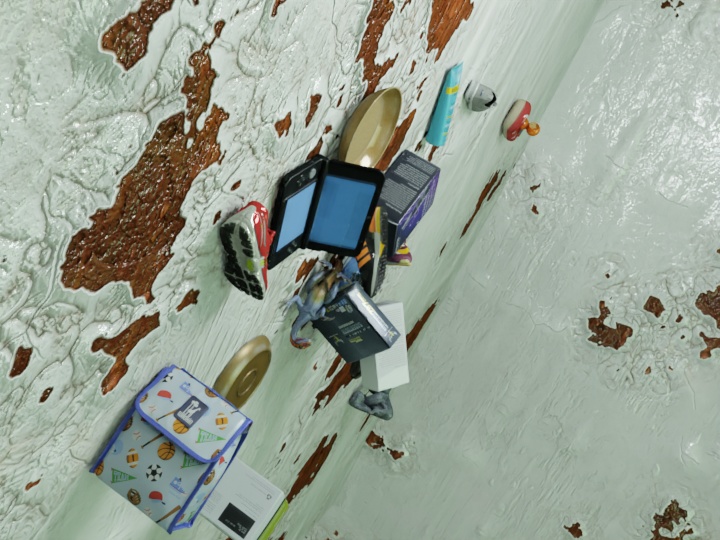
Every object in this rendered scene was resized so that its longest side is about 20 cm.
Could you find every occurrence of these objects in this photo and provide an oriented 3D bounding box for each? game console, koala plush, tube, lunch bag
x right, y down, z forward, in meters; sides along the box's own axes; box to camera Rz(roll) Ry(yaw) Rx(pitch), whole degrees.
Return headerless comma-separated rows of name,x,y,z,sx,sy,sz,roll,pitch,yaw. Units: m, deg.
game console,-0.066,-0.087,1.152,0.176,0.116,0.201,-42,157,-48
koala plush,0.075,0.495,2.695,0.177,0.182,0.202,67,44,-73
tube,0.207,-0.403,1.591,0.078,0.050,0.201,-52,160,-53
lunch bag,-0.287,0.272,1.022,0.201,0.169,0.124,-55,170,-9

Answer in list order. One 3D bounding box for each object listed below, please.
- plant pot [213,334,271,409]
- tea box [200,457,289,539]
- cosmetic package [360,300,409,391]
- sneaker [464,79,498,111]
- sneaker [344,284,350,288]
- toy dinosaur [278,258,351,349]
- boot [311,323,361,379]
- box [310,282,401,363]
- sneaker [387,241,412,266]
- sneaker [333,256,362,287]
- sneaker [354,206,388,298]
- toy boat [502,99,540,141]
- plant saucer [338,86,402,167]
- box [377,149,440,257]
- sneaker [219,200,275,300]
plant pot,-0.243,0.226,1.357,0.201,0.027,0.200,-54,165,-21
tea box,-0.278,0.504,1.441,0.134,0.199,0.197,-52,165,-25
cosmetic package,0.053,0.181,1.594,0.101,0.071,0.202,-9,96,-35
sneaker,0.346,-0.471,1.829,0.075,0.082,0.200,-63,165,16
sneaker,-0.011,0.062,1.721,0.111,0.076,0.202,-101,-158,-83
toy dinosaur,-0.091,0.080,1.425,0.183,0.105,0.200,-60,168,15
boot,-0.044,0.156,1.630,0.069,0.173,0.202,13,-96,65
box,-0.020,0.125,1.494,0.051,0.158,0.200,-46,-170,-33
sneaker,0.086,-0.070,1.674,0.200,0.074,0.091,-132,-133,-70
sneaker,0.000,0.000,1.569,0.200,0.089,0.079,-32,161,-55
sneaker,0.009,-0.043,1.442,0.070,0.089,0.202,-24,119,-70
toy boat,0.616,-0.552,2.469,0.131,0.130,0.200,-59,166,0
plant saucer,0.011,-0.258,1.231,0.201,0.035,0.201,-53,165,-21
box,0.090,-0.158,1.553,0.201,0.104,0.148,-53,165,-24
sneaker,-0.164,-0.028,1.031,0.085,0.076,0.201,-55,166,-34
